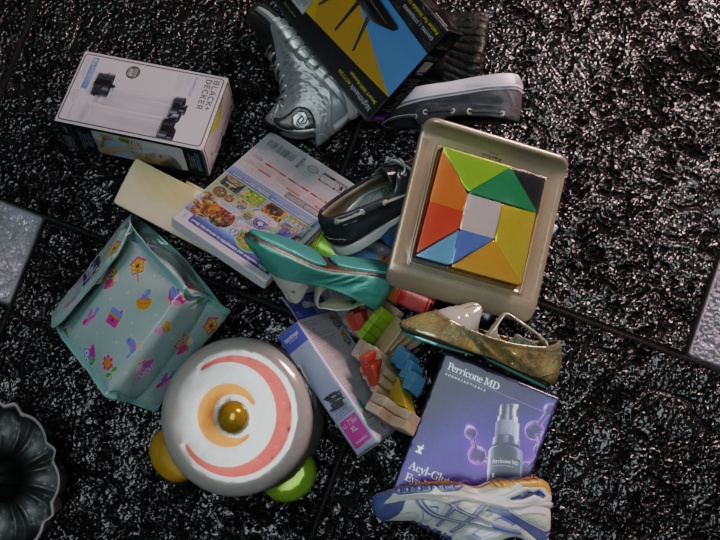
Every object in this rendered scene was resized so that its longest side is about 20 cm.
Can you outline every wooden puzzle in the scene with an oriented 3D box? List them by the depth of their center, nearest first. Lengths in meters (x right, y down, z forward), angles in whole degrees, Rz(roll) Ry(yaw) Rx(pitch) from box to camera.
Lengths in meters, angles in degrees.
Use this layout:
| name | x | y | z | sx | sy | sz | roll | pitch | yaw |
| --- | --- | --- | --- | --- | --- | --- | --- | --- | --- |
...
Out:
| name | x | y | z | sx | sy | sz | roll | pitch | yaw |
| --- | --- | --- | --- | --- | --- | --- | --- | --- | --- |
| wooden puzzle | 0.138 | -0.058 | 1.189 | 0.182 | 0.037 | 0.203 | 15 | 87 | -7 |

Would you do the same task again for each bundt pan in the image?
| name | x | y | z | sx | sy | sz | roll | pitch | yaw |
| --- | --- | --- | --- | --- | --- | --- | --- | --- | --- |
| bundt pan | -0.457 | 0.261 | 1.280 | 0.199 | 0.076 | 0.205 | -1 | 84 | 6 |

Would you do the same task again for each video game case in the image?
| name | x | y | z | sx | sy | sz | roll | pitch | yaw |
| --- | --- | --- | --- | --- | --- | --- | --- | --- | --- |
| video game case | -0.113 | -0.079 | 1.250 | 0.142 | 0.018 | 0.200 | 33 | 52 | 13 |

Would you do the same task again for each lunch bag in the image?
| name | x | y | z | sx | sy | sz | roll | pitch | yaw |
| --- | --- | --- | --- | --- | --- | --- | --- | --- | --- |
| lunch bag | -0.285 | 0.043 | 1.261 | 0.171 | 0.122 | 0.200 | -51 | 57 | 5 |

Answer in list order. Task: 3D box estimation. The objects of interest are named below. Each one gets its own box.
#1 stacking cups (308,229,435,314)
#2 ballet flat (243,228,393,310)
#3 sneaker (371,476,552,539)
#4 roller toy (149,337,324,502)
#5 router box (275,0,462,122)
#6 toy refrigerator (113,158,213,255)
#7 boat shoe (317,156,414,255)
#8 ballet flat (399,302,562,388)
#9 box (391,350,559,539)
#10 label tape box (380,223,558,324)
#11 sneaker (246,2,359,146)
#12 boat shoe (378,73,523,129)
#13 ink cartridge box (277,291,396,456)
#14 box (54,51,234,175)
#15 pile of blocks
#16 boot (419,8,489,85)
| name | x | y | z | sx | sy | sz | roll | pitch | yaw |
| --- | --- | --- | --- | --- | --- | --- | --- | --- | --- |
| stacking cups | 0.000 | 0.000 | 1.266 | 0.198 | 0.061 | 0.061 | 29 | 87 | 10 |
| ballet flat | -0.050 | 0.009 | 1.175 | 0.198 | 0.067 | 0.071 | 14 | 104 | -28 |
| sneaker | 0.110 | 0.274 | 1.111 | 0.197 | 0.075 | 0.090 | -3 | 84 | 7 |
| roller toy | -0.142 | 0.174 | 1.223 | 0.197 | 0.140 | 0.185 | 11 | 84 | 8 |
| router box | 0.008 | -0.303 | 1.233 | 0.149 | 0.051 | 0.201 | -45 | 72 | 26 |
| toy refrigerator | -0.202 | -0.066 | 1.291 | 0.198 | 0.076 | 0.071 | 27 | 87 | 9 |
| boat shoe | 0.038 | -0.097 | 1.223 | 0.199 | 0.061 | 0.075 | -39 | 37 | -12 |
| ballet flat | 0.143 | 0.074 | 1.177 | 0.198 | 0.071 | 0.072 | 21 | 86 | -8 |
| box | 0.131 | 0.214 | 1.207 | 0.146 | 0.104 | 0.202 | 20 | 86 | 9 |
| label tape box | 0.120 | -0.053 | 1.259 | 0.199 | 0.063 | 0.145 | 38 | 88 | 9 |
| sneaker | -0.101 | -0.239 | 1.299 | 0.115 | 0.075 | 0.200 | -44 | 82 | -2 |
| boat shoe | 0.106 | -0.189 | 1.253 | 0.197 | 0.070 | 0.067 | -6 | 80 | 25 |
| ink cartridge box | -0.028 | 0.118 | 1.226 | 0.042 | 0.119 | 0.201 | -36 | 81 | 18 |
| box | -0.272 | -0.202 | 1.304 | 0.197 | 0.060 | 0.118 | 13 | 63 | 8 |
| pile of blocks | 0.028 | 0.098 | 1.204 | 0.082 | 0.062 | 0.201 | -36 | 44 | 16 |
| boot | 0.086 | -0.330 | 1.286 | 0.155 | 0.079 | 0.215 | 2 | 94 | 13 |
